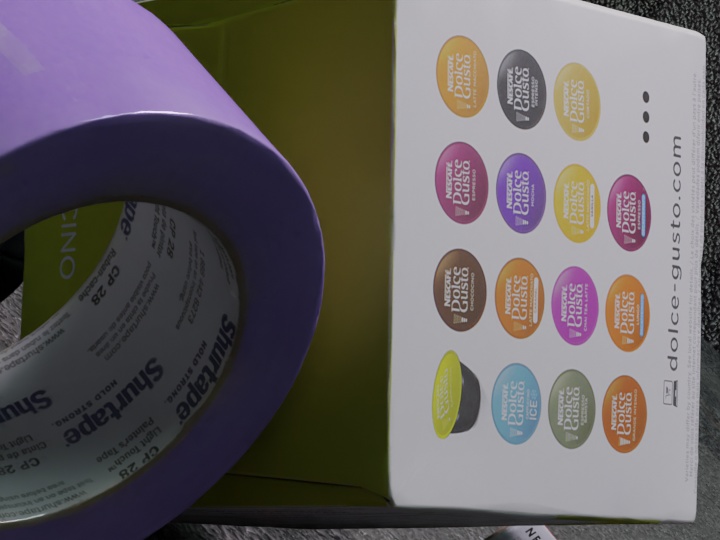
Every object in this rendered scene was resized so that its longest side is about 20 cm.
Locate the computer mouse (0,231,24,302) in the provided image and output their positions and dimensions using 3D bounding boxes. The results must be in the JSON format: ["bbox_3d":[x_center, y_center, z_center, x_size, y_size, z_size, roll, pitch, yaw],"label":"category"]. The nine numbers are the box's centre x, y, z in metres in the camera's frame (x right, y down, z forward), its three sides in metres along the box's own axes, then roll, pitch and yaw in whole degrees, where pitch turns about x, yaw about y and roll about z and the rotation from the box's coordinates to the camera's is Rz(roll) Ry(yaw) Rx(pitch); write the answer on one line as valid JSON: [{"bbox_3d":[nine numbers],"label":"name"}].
[{"bbox_3d":[-0.152,-0.044,1.312,0.046,0.140,0.200,51,4,-28],"label":"computer mouse"}]

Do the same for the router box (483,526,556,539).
[{"bbox_3d":[0.121,0.224,1.231,0.200,0.049,0.180,51,-11,40],"label":"router box"}]

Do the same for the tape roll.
[{"bbox_3d":[-0.117,0.008,0.995,0.200,0.200,0.085,30,13,-49],"label":"tape roll"}]

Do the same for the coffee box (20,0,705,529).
[{"bbox_3d":[0.000,0.000,1.169,0.199,0.201,0.197,-4,-8,41],"label":"coffee box"}]
